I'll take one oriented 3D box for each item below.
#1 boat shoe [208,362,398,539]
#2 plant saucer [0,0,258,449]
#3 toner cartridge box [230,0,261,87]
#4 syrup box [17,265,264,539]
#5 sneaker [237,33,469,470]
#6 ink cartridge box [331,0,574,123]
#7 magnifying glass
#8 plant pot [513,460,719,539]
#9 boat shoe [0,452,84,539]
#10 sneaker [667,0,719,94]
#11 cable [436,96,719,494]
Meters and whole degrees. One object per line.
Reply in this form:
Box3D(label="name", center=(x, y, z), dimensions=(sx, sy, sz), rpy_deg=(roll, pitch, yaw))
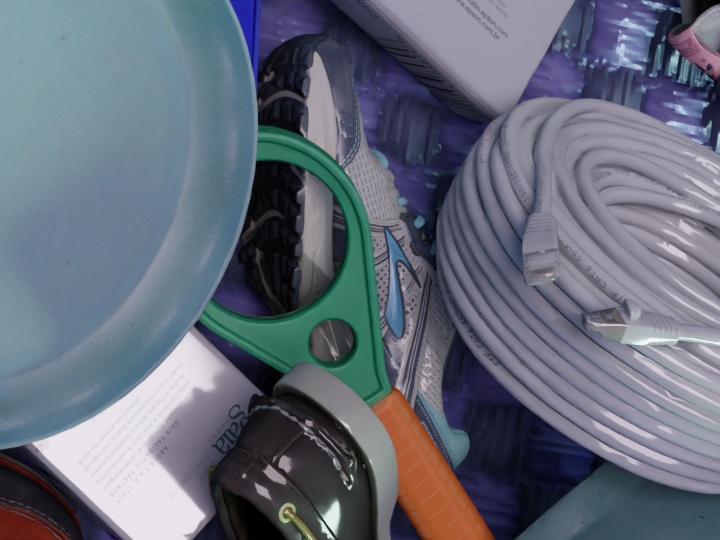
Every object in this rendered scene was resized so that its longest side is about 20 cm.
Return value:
Box3D(label="boat shoe", center=(-0.019, 0.120, 0.873), dimensions=(0.061, 0.071, 0.202), rpy_deg=(-42, 144, -27))
Box3D(label="plant saucer", center=(-0.123, -0.036, 0.778), dimensions=(0.199, 0.027, 0.202), rpy_deg=(-16, 116, -36))
Box3D(label="toner cartridge box", center=(-0.137, -0.114, 0.867), dimensions=(0.199, 0.095, 0.043), rpy_deg=(21, 127, -17))
Box3D(label="syrup box", center=(-0.127, 0.021, 0.875), dimensions=(0.200, 0.081, 0.079), rpy_deg=(45, 78, -14))
Box3D(label="sneaker", center=(0.000, 0.000, 0.931), dimensions=(0.086, 0.077, 0.202), rpy_deg=(-11, 102, -24))
Box3D(label="ink cartridge box", center=(0.039, -0.196, 0.922), dimensions=(0.196, 0.043, 0.201), rpy_deg=(39, 75, -38))
Box3D(label="magnifying glass", center=(-0.007, 0.033, 0.875), dimensions=(0.079, 0.022, 0.201), rpy_deg=(-32, 104, 0))
Box3D(label="plant pot", center=(0.120, 0.150, 0.916), dimensions=(0.200, 0.200, 0.134), rpy_deg=(-37, 78, -16))
Box3D(label="boat shoe", center=(-0.176, 0.097, 0.835), dimensions=(0.199, 0.062, 0.072), rpy_deg=(26, 96, -43))
Box3D(label="sneaker", center=(0.177, -0.088, 0.988), dimensions=(0.082, 0.070, 0.201), rpy_deg=(-19, 87, -24))
Box3D(label="cable", center=(0.125, 0.009, 0.907), dimensions=(0.199, 0.200, 0.069), rpy_deg=(22, 118, -18))
